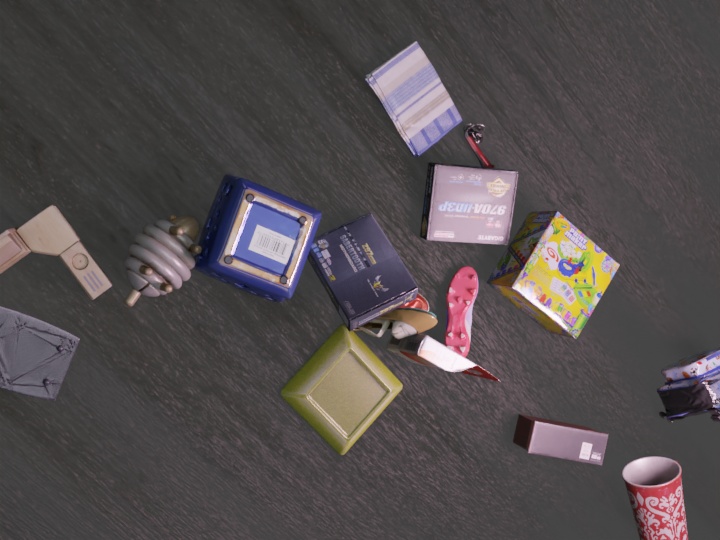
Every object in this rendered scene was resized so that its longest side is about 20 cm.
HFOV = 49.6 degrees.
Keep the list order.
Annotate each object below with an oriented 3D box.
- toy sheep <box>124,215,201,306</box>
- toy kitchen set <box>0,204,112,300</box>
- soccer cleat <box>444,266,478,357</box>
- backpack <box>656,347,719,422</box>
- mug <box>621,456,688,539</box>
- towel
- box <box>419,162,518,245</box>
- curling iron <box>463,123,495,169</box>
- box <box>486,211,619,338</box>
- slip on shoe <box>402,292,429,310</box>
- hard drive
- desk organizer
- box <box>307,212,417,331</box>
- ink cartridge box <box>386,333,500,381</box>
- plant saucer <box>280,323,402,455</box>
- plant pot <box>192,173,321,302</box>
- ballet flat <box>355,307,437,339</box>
[{"bbox_3d":[-0.368,-0.019,1.438,0.138,0.137,0.201,44,71,-16],"label":"toy sheep"},{"bbox_3d":[-0.568,0.014,1.357,0.199,0.163,0.182,-38,104,-12],"label":"toy kitchen set"},{"bbox_3d":[0.216,0.094,1.683,0.065,0.077,0.204,5,75,11],"label":"soccer cleat"},{"bbox_3d":[0.816,0.267,1.834,0.187,0.200,0.157,-10,83,-20],"label":"backpack"},{"bbox_3d":[0.721,0.555,1.841,0.175,0.133,0.204,-18,102,-15],"label":"mug"},{"bbox_3d":[0.113,-0.359,1.635,0.146,0.024,0.201,-39,106,-15],"label":"towel"},{"bbox_3d":[0.231,-0.141,1.663,0.196,0.046,0.162,3,102,-18],"label":"box"},{"bbox_3d":[0.284,-0.233,1.696,0.049,0.026,0.202,-34,103,-10],"label":"curling iron"},{"bbox_3d":[0.422,0.008,1.708,0.199,0.122,0.194,37,82,-16],"label":"box"},{"bbox_3d":[0.059,0.056,1.623,0.197,0.061,0.075,25,84,-20],"label":"slip on shoe"},{"bbox_3d":[-0.626,0.143,1.409,0.197,0.042,0.137,23,86,-18],"label":"hard drive"},{"bbox_3d":[0.451,0.381,1.764,0.197,0.077,0.073,13,89,-19],"label":"desk organizer"},{"bbox_3d":[0.000,0.000,1.550,0.156,0.051,0.202,-23,64,-15],"label":"box"},{"bbox_3d":[0.168,0.194,1.615,0.198,0.162,0.051,34,78,-17],"label":"ink cartridge box"},{"bbox_3d":[-0.030,0.250,1.612,0.200,0.048,0.200,-46,105,-10],"label":"plant saucer"},{"bbox_3d":[-0.190,-0.058,1.470,0.197,0.179,0.203,22,86,-18],"label":"plant pot"},{"bbox_3d":[0.062,0.109,1.567,0.069,0.197,0.064,50,55,-45],"label":"ballet flat"}]
